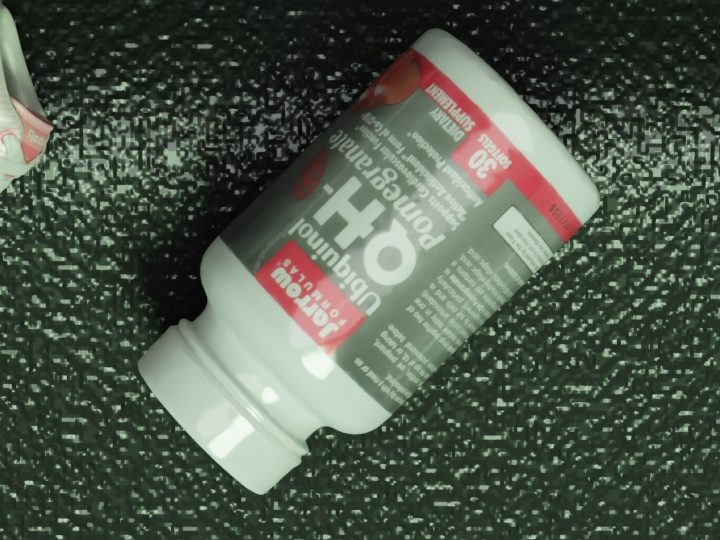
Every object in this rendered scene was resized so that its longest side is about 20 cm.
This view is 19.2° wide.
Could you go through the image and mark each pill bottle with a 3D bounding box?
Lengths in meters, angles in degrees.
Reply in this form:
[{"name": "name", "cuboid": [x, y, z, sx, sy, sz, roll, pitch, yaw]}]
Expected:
[{"name": "pill bottle", "cuboid": [0.000, 0.000, 0.932, 0.200, 0.111, 0.111, -45, 95, 1]}]

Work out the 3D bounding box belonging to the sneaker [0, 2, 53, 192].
[{"name": "sneaker", "cuboid": [-0.190, -0.029, 0.936, 0.104, 0.075, 0.202, 1, 90, 2]}]
